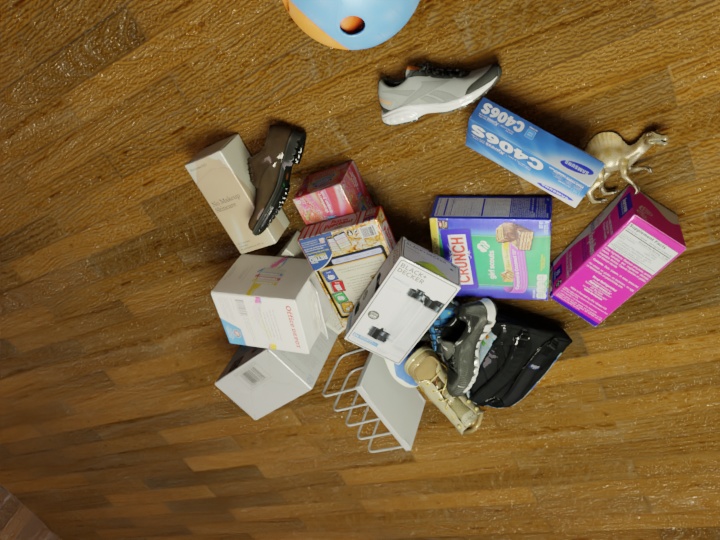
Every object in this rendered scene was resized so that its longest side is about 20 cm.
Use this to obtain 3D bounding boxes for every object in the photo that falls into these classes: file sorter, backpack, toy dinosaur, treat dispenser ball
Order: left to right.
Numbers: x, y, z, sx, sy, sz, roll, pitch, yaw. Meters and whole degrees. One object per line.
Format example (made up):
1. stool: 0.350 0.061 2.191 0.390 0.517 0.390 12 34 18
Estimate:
1. treat dispenser ball: -0.013 -0.396 0.776 0.199 0.201 0.202 9 128 12
2. file sorter: 0.028 0.283 1.307 0.124 0.139 0.201 -20 117 34
3. backpack: 0.276 0.173 1.137 0.162 0.154 0.202 12 110 -16
4. toy dinosaur: 0.373 -0.162 0.924 0.199 0.058 0.102 -10 105 30

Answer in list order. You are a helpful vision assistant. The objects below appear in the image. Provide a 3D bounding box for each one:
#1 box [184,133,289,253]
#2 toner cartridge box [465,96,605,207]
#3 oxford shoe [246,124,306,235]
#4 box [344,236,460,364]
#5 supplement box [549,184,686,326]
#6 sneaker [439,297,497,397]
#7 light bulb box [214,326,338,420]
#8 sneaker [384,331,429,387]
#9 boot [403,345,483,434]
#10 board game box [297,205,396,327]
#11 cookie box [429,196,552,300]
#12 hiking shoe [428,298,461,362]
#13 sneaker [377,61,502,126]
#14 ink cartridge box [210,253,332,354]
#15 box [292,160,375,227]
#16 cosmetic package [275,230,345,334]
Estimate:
1. box: -0.228 -0.141 1.117 0.094 0.078 0.201 -16 119 28
2. toner cartridge box: 0.254 -0.175 0.888 0.199 0.043 0.095 33 174 13
3. oxford shoe: -0.167 -0.162 1.056 0.084 0.073 0.202 21 96 2
4. box: 0.067 0.055 0.998 0.116 0.060 0.201 28 123 -11
5. supplement box: 0.412 -0.021 0.971 0.103 0.101 0.200 32 128 -5
6. sneaker: 0.175 0.140 1.069 0.090 0.067 0.202 2 116 -27
7. light bulb box: -0.168 0.176 1.253 0.198 0.200 0.125 -34 108 35
8. sneaker: 0.106 0.159 1.225 0.111 0.077 0.201 -12 114 37
9. boot: 0.168 0.241 1.176 0.073 0.156 0.200 -39 145 -5
10. board game box: 0.000 0.000 1.040 0.150 0.046 0.201 -12 121 21
11. cookie box: 0.229 -0.038 1.038 0.198 0.075 0.172 2 128 18
12. hiking shoe: 0.162 0.112 1.121 0.074 0.087 0.200 -5 150 24
13. sneaker: 0.115 -0.281 0.902 0.199 0.074 0.080 -9 116 25
14. ink cartridge box: -0.150 0.061 1.112 0.198 0.126 0.129 5 128 20
15. box: -0.027 -0.081 1.080 0.102 0.095 0.201 -12 121 24
16. cosmetic package: -0.085 0.026 1.195 0.200 0.073 0.103 40 129 -11
